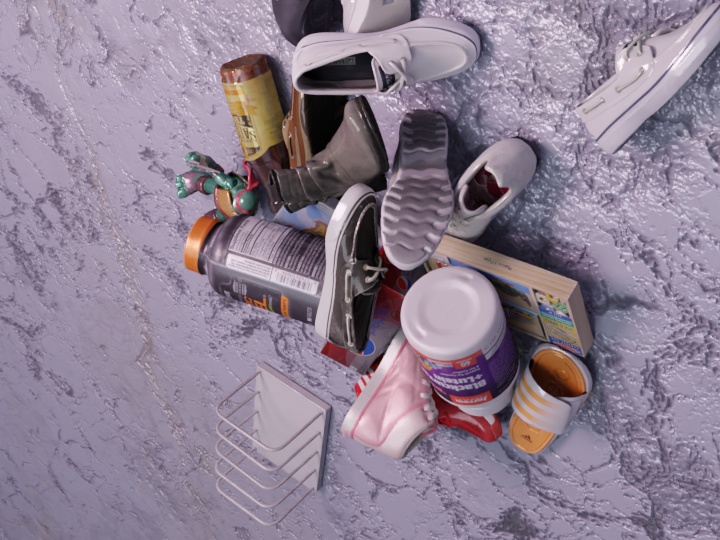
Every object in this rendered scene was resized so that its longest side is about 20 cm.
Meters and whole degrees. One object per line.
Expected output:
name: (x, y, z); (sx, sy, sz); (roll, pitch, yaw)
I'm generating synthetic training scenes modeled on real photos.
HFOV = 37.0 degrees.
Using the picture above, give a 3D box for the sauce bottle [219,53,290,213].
sauce bottle: (-0.122, -0.169, 1.359); (0.066, 0.066, 0.201); (6, 121, 41)

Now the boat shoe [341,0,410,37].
boat shoe: (0.009, -0.297, 1.144); (0.200, 0.072, 0.069); (91, 155, -51)

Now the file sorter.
file sorter: (-0.145, 0.276, 1.670); (0.138, 0.124, 0.201); (31, 137, 24)

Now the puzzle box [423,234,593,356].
puzzle box: (0.163, 0.024, 1.225); (0.199, 0.025, 0.133); (21, 158, 31)

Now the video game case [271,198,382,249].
video game case: (-0.026, -0.012, 1.366); (0.200, 0.022, 0.182); (32, 143, -8)

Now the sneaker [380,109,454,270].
sneaker: (0.065, -0.078, 1.178); (0.074, 0.201, 0.082); (10, 146, 3)

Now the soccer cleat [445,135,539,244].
soccer cleat: (0.117, -0.074, 1.188); (0.070, 0.086, 0.200); (46, 140, 6)

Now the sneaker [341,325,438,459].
sneaker: (0.070, 0.141, 1.331); (0.104, 0.201, 0.075); (29, 168, 18)

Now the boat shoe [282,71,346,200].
boat shoe: (-0.063, -0.166, 1.300); (0.074, 0.076, 0.201); (23, 132, 35)

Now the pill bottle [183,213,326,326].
pill bottle: (-0.114, -0.006, 1.317); (0.199, 0.106, 0.107); (18, 132, 13)

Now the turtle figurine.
turtle figurine: (-0.186, -0.089, 1.444); (0.200, 0.100, 0.151); (8, 109, 66)

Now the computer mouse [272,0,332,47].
computer mouse: (-0.066, -0.323, 1.172); (0.200, 0.052, 0.139); (101, 148, -49)

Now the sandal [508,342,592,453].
sandal: (0.217, 0.173, 1.291); (0.079, 0.059, 0.207); (28, 139, 16)

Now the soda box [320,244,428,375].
soda box: (0.017, 0.051, 1.346); (0.070, 0.064, 0.200); (29, 143, -3)

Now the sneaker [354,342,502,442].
sneaker: (0.077, 0.188, 1.390); (0.200, 0.116, 0.079); (31, 154, 31)

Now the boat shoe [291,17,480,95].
boat shoe: (0.026, -0.212, 1.125); (0.199, 0.066, 0.074); (-7, 134, 11)

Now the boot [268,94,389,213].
boot: (-0.039, -0.114, 1.181); (0.200, 0.130, 0.068); (84, 168, -73)

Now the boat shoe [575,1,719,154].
boat shoe: (0.260, -0.182, 0.980); (0.067, 0.074, 0.200); (44, 141, 5)

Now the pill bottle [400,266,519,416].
pill bottle: (0.122, 0.091, 1.240); (0.111, 0.112, 0.200); (23, 159, 30)

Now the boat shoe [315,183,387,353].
boat shoe: (0.000, 0.000, 1.214); (0.064, 0.071, 0.201); (27, 124, 30)
